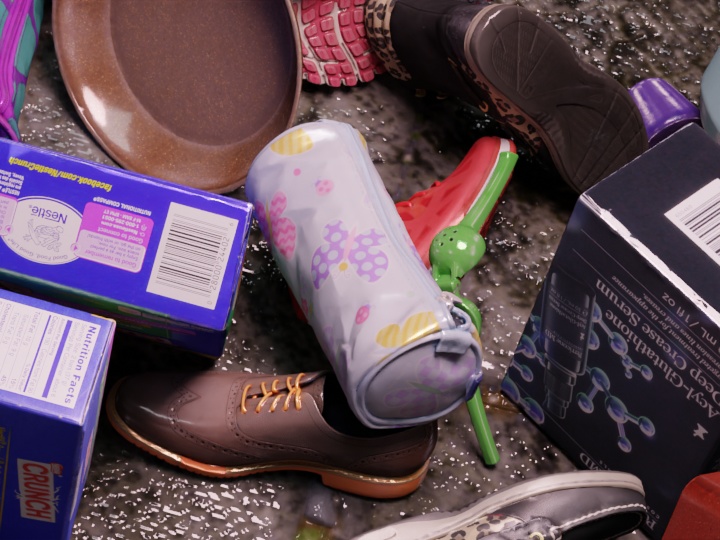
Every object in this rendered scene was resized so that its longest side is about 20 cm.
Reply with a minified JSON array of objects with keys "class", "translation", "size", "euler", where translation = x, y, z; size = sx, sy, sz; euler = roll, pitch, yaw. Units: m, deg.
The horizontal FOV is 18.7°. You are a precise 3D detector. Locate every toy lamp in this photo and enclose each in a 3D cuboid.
[{"class":"toy lamp","translation":[0.239,-0.048,1.497],"size":[0.058,0.058,0.200],"euler":[-13,60,-23]}]

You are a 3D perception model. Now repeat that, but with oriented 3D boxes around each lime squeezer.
[{"class":"lime squeezer","translation":[0.066,0.017,1.353],"size":[0.038,0.071,0.200],"euler":[-2,77,22]}]

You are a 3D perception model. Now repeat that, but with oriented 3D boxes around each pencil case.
[{"class":"pencil case","translation":[0.000,0.000,1.296],"size":[0.083,0.091,0.200],"euler":[-4,44,-28]},{"class":"pencil case","translation":[-0.248,-0.154,1.432],"size":[0.085,0.092,0.200],"euler":[42,39,-38]}]

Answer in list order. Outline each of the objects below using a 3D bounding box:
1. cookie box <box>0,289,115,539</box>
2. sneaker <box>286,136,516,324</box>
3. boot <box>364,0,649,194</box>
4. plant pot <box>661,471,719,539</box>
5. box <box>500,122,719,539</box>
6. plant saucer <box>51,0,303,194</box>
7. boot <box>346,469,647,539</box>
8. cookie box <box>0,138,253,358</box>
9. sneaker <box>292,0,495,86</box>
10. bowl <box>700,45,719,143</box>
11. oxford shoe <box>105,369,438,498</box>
[{"class":"cookie box","translation":[-0.245,0.072,1.205],"size":[0.200,0.171,0.075],"euler":[16,55,-3]},{"class":"sneaker","translation":[0.021,-0.033,1.415],"size":[0.115,0.078,0.200],"euler":[26,50,5]},{"class":"boot","translation":[0.098,-0.125,1.490],"size":[0.151,0.200,0.073],"euler":[26,81,49]},{"class":"plant pot","translation":[0.259,0.207,1.200],"size":[0.200,0.200,0.176],"euler":[-4,33,-41]},{"class":"box","translation":[0.191,0.040,1.321],"size":[0.107,0.200,0.148],"euler":[-32,65,-31]},{"class":"plant saucer","translation":[-0.111,-0.148,1.404],"size":[0.200,0.201,0.037],"euler":[39,34,17]},{"class":"boot","translation":[0.092,0.206,1.250],"size":[0.203,0.074,0.154],"euler":[-14,59,-16]},{"class":"cookie box","translation":[-0.152,-0.011,1.263],"size":[0.171,0.200,0.075],"euler":[15,83,-2]},{"class":"sneaker","translation":[0.011,-0.191,1.546],"size":[0.200,0.081,0.075],"euler":[-26,34,-30]},{"class":"bowl","translation":[0.309,-0.102,1.496],"size":[0.201,0.105,0.201],"euler":[37,28,-23]},{"class":"oxford shoe","translation":[-0.051,0.081,1.308],"size":[0.200,0.073,0.071],"euler":[8,52,-8]}]
